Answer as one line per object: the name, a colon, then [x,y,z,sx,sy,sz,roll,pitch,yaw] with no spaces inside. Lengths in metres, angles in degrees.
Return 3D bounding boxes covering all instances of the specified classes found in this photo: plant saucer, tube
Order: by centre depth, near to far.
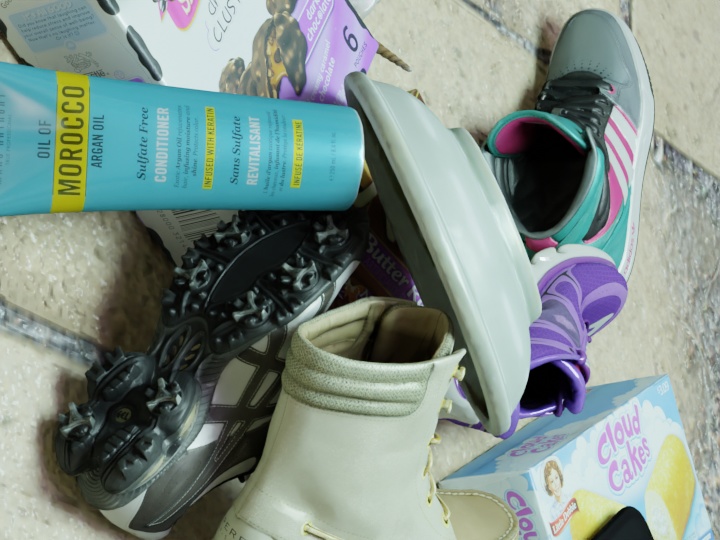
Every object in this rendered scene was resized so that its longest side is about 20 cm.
tube: [-0.099,-0.059,1.313,0.199,0.050,0.078,2,84,-19]
plant saucer: [0.050,-0.016,1.405,0.200,0.050,0.201,157,-90,-86]

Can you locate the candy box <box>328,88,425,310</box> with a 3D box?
candy box: [0.000,0.000,1.516,0.117,0.056,0.200,61,35,-21]

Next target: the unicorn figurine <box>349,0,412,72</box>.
unicorn figurine: [-0.033,-0.213,1.533,0.200,0.074,0.138,46,50,-18]

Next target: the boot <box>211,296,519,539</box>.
boot: [0.023,0.091,1.365,0.199,0.072,0.156,-1,119,-42]

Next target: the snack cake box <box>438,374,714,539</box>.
snack cake box: [0.135,0.147,1.661,0.200,0.067,0.116,-27,103,-56]

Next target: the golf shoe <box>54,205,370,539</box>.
golf shoe: [-0.065,0.047,1.354,0.200,0.078,0.095,-45,141,-17]

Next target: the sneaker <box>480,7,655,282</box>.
sneaker: [0.126,-0.089,1.718,0.121,0.083,0.201,37,51,-57]

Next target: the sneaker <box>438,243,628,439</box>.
sneaker: [0.109,0.052,1.621,0.200,0.083,0.081,-35,146,-49]

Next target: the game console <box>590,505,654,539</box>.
game console: [0.191,0.245,1.542,0.116,0.176,0.201,-27,98,-24]

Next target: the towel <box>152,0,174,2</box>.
towel: [-0.116,-0.224,1.334,0.200,0.023,0.143,49,49,8]

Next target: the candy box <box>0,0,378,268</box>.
candy box: [-0.089,-0.128,1.406,0.200,0.071,0.168,55,40,-32]
